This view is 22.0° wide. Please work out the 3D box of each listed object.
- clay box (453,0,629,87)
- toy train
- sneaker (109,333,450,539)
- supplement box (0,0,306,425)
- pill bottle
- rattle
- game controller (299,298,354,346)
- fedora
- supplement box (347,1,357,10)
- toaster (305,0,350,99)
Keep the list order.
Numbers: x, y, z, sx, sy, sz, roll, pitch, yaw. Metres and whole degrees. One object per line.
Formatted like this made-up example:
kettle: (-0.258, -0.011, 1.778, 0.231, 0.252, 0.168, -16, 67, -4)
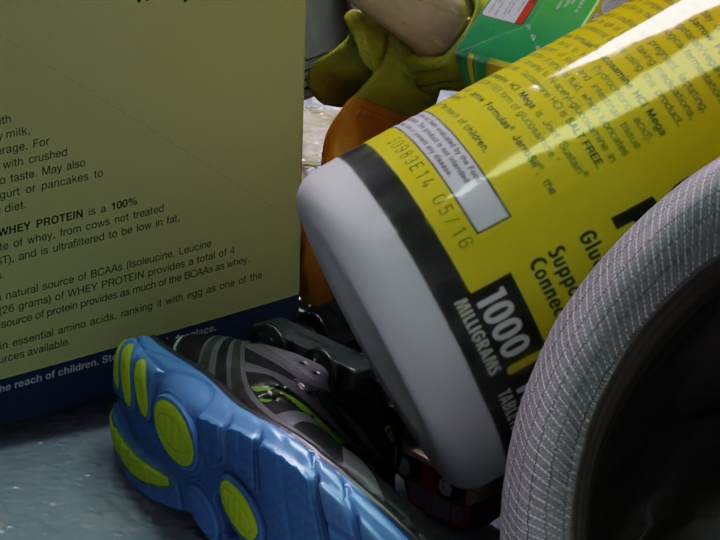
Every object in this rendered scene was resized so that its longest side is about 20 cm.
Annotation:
clay box: (0.107, -0.058, 0.757, 0.047, 0.200, 0.115, 18, 62, 30)
toy train: (0.032, 0.065, 0.642, 0.200, 0.046, 0.034, 23, 25, 39)
sneaker: (-0.014, 0.064, 0.590, 0.082, 0.071, 0.200, -10, 23, -26)
supplement box: (-0.136, -0.065, 0.675, 0.200, 0.200, 0.134, -16, 30, -34)
pill bottle: (0.090, -0.025, 0.585, 0.200, 0.113, 0.112, -29, 27, -5)
rattle: (-0.043, -0.109, 0.755, 0.200, 0.143, 0.130, 36, 26, 3)
game controller: (0.000, 0.000, 0.831, 0.104, 0.042, 0.200, -4, 18, 10)
fedora: (0.130, 0.068, 0.513, 0.176, 0.200, 0.090, 23, -17, 12)
supplement box: (0.101, -0.152, 0.820, 0.200, 0.061, 0.109, -23, -11, 34)
toaster: (-0.052, -0.146, 0.875, 0.113, 0.130, 0.200, -6, 14, 33)
